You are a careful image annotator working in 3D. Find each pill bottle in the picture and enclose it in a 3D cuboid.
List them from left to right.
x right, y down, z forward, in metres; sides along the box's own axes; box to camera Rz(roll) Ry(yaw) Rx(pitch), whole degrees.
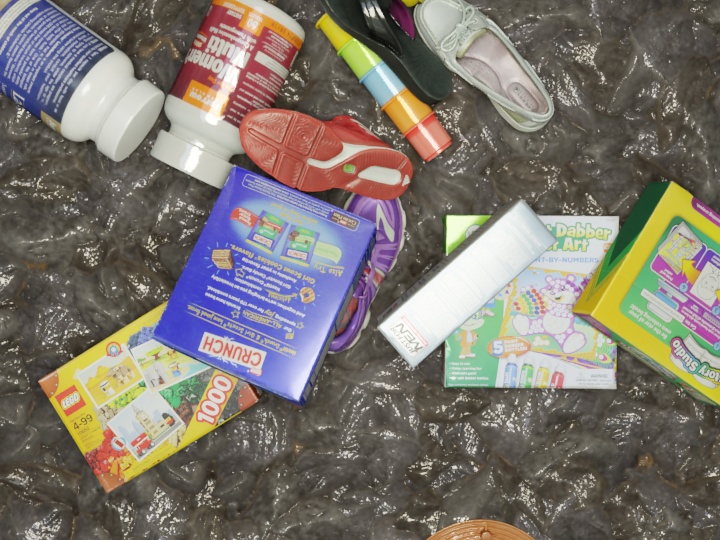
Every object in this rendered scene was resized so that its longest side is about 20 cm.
[{"bbox_3d":[-0.324,-0.215,1.046,0.199,0.116,0.116,35,92,0],"label":"pill bottle"},{"bbox_3d":[-0.149,-0.199,1.048,0.109,0.110,0.201,26,92,0],"label":"pill bottle"}]

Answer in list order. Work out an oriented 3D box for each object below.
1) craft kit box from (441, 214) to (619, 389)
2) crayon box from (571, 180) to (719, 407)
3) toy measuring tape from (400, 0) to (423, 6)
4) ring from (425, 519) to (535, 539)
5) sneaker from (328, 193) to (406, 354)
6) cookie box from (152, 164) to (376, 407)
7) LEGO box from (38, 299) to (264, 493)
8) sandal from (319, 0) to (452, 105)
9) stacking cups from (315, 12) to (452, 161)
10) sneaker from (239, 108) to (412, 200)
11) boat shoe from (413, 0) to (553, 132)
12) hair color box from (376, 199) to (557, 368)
[{"bbox_3d":[0.193,0.035,1.087,0.199,0.049,0.199,0,89,0],"label":"craft kit box"},{"bbox_3d":[0.363,0.028,1.053,0.199,0.058,0.173,34,87,-11],"label":"crayon box"},{"bbox_3d":[0.074,-0.381,1.072,0.073,0.074,0.201,12,72,0],"label":"toy measuring tape"},{"bbox_3d":[0.141,0.393,1.110,0.199,0.019,0.202,0,91,1],"label":"ring"},{"bbox_3d":[0.000,0.000,1.067,0.080,0.083,0.201,16,91,0],"label":"sneaker"},{"bbox_3d":[-0.097,0.017,0.995,0.170,0.075,0.201,23,78,8],"label":"cookie box"},{"bbox_3d":[-0.232,0.130,1.075,0.199,0.077,0.149,-32,92,1],"label":"LEGO box"},{"bbox_3d":[0.034,-0.267,1.031,0.200,0.048,0.076,40,52,-19],"label":"sandal"},{"bbox_3d":[0.029,-0.213,1.078,0.060,0.061,0.200,-35,96,1],"label":"stacking cups"},{"bbox_3d":[-0.050,-0.136,1.037,0.199,0.116,0.079,19,106,-27],"label":"sneaker"},{"bbox_3d":[0.141,-0.239,1.065,0.074,0.065,0.202,-42,88,1],"label":"boat shoe"},{"bbox_3d":[0.110,0.012,1.017,0.200,0.099,0.061,-41,91,2],"label":"hair color box"}]
